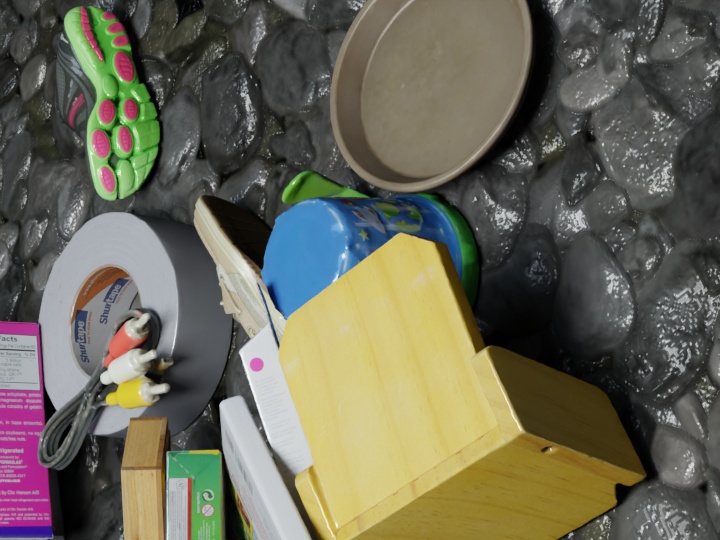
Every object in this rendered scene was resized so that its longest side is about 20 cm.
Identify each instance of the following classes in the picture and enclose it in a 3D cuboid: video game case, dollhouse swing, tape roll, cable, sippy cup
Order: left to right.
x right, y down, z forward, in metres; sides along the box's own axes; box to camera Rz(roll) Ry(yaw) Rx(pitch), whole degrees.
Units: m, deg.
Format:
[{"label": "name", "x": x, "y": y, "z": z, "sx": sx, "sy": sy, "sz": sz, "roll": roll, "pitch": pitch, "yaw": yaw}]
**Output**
[{"label": "cable", "x": -0.229, "y": 0.099, "z": 1.668, "sx": 0.200, "sy": 0.050, "sz": 0.097, "roll": -32, "pitch": 61, "yaw": 35}, {"label": "tape roll", "x": -0.204, "y": 0.050, "z": 1.734, "sx": 0.200, "sy": 0.066, "sz": 0.201, "roll": -8, "pitch": 78, "yaw": 43}, {"label": "video game case", "x": -0.060, "y": 0.223, "z": 1.456, "sx": 0.182, "sy": 0.023, "sz": 0.200, "roll": 91, "pitch": 157, "yaw": -47}, {"label": "sippy cup", "x": 0.000, "y": 0.000, "z": 1.496, "sx": 0.178, "sy": 0.130, "sz": 0.140, "roll": 12, "pitch": 92, "yaw": 44}, {"label": "dollhouse swing", "x": 0.064, "y": 0.099, "z": 1.402, "sx": 0.200, "sy": 0.182, "sz": 0.176, "roll": -38, "pitch": 46, "yaw": 34}]

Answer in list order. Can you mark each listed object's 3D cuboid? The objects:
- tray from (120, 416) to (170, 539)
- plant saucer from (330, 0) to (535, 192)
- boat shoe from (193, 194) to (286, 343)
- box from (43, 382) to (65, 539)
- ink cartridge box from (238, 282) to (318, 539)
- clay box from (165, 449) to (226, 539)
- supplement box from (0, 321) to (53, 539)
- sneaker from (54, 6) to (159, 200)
[{"label": "tray", "x": -0.174, "y": 0.234, "z": 1.612, "sx": 0.099, "sy": 0.037, "sz": 0.200, "roll": -97, "pitch": 6, "yaw": -69}, {"label": "plant saucer", "x": 0.059, "y": -0.155, "z": 1.519, "sx": 0.200, "sy": 0.029, "sz": 0.200, "roll": -15, "pitch": 66, "yaw": 37}, {"label": "boat shoe", "x": -0.091, "y": 0.017, "z": 1.627, "sx": 0.065, "sy": 0.072, "sz": 0.200, "roll": -52, "pitch": 57, "yaw": 23}, {"label": "box", "x": -0.354, "y": 0.222, "z": 1.864, "sx": 0.158, "sy": 0.048, "sz": 0.200, "roll": -26, "pitch": 66, "yaw": 40}, {"label": "ink cartridge box", "x": -0.058, "y": 0.114, "z": 1.478, "sx": 0.037, "sy": 0.095, "sz": 0.200, "roll": -16, "pitch": 80, "yaw": -2}, {"label": "clay box", "x": -0.131, "y": 0.212, "z": 1.565, "sx": 0.200, "sy": 0.048, "sz": 0.115, "roll": 107, "pitch": 162, "yaw": -77}, {"label": "supplement box", "x": -0.350, "y": 0.152, "z": 1.757, "sx": 0.101, "sy": 0.103, "sz": 0.200, "roll": -26, "pitch": 65, "yaw": 50}, {"label": "sneaker", "x": -0.241, "y": -0.150, "z": 1.812, "sx": 0.084, "sy": 0.077, "sz": 0.200, "roll": -47, "pitch": 48, "yaw": 50}]
